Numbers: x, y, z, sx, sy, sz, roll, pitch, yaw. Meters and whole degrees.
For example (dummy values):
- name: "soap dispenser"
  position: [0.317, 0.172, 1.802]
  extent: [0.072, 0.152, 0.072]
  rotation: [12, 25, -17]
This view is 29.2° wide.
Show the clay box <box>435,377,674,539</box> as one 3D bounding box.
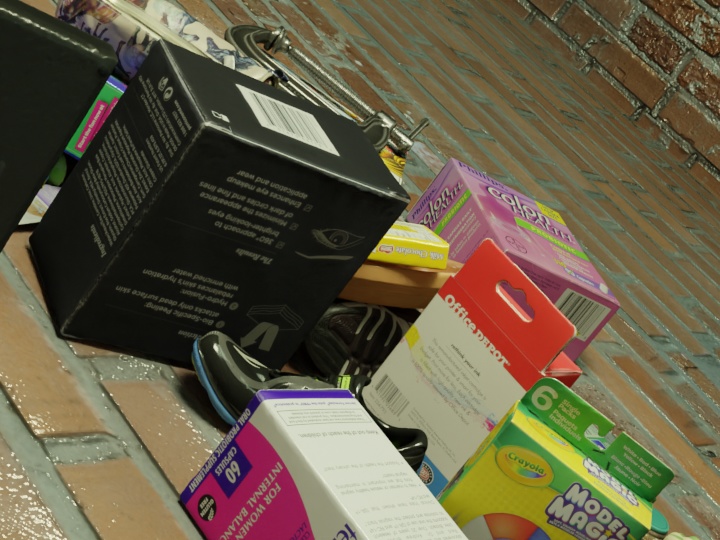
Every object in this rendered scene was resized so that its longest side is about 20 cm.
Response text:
- name: "clay box"
  position: [0.104, 0.178, 0.920]
  extent: [0.115, 0.200, 0.048]
  rotation: [37, 21, 3]

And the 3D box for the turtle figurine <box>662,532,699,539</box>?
- name: "turtle figurine"
  position: [0.217, 0.255, 1.029]
  extent: [0.144, 0.200, 0.194]
  rotation: [65, -3, -36]

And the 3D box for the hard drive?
- name: "hard drive"
  position: [-0.266, -0.089, 0.894]
  extent: [0.140, 0.200, 0.033]
  rotation: [23, 24, -33]

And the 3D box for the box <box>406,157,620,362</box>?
- name: "box"
  position: [0.171, -0.011, 1.577]
  extent: [0.176, 0.097, 0.200]
  rotation: [24, 23, -30]

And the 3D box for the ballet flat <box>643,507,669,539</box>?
- name: "ballet flat"
  position: [0.168, 0.194, 1.181]
  extent: [0.200, 0.065, 0.071]
  rotation: [34, 19, -1]

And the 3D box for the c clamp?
- name: "c clamp"
  position: [-0.033, -0.164, 1.256]
  extent: [0.200, 0.027, 0.171]
  rotation: [37, 25, -5]

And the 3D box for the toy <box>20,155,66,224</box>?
- name: "toy"
  position: [-0.298, -0.084, 1.049]
  extent: [0.115, 0.047, 0.200]
  rotation: [43, 21, 19]

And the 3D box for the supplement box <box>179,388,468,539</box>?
- name: "supplement box"
  position: [-0.008, 0.180, 0.878]
  extent: [0.103, 0.101, 0.200]
  rotation: [6, 37, -54]

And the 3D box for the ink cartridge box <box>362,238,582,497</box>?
- name: "ink cartridge box"
  position: [0.090, 0.085, 1.095]
  extent: [0.067, 0.200, 0.116]
  rotation: [6, 37, -54]

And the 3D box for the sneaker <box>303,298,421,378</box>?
- name: "sneaker"
  position: [-0.002, 0.050, 1.232]
  extent: [0.200, 0.076, 0.116]
  rotation: [21, 14, -46]

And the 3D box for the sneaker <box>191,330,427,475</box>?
- name: "sneaker"
  position: [-0.036, 0.098, 1.031]
  extent: [0.200, 0.083, 0.071]
  rotation: [32, 21, -11]

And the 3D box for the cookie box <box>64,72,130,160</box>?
- name: "cookie box"
  position: [-0.245, -0.148, 1.176]
  extent: [0.200, 0.075, 0.171]
  rotation: [30, 6, -18]

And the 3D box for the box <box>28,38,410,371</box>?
- name: "box"
  position: [-0.108, -0.037, 1.037]
  extent: [0.197, 0.200, 0.117]
  rotation: [19, 28, -41]

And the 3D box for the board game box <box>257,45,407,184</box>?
- name: "board game box"
  position: [-0.049, -0.135, 1.246]
  extent: [0.200, 0.035, 0.126]
  rotation: [34, 20, -8]

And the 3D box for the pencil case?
- name: "pencil case"
  position: [-0.159, -0.181, 1.132]
  extent: [0.200, 0.078, 0.089]
  rotation: [35, -24, 7]

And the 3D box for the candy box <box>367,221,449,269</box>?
- name: "candy box"
  position: [0.015, -0.029, 1.202]
  extent: [0.102, 0.026, 0.200]
  rotation: [6, 6, -4]

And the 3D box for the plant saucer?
- name: "plant saucer"
  position: [0.000, 0.000, 1.210]
  extent: [0.200, 0.037, 0.200]
  rotation: [10, 5, -1]

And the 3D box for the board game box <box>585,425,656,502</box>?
- name: "board game box"
  position: [0.184, 0.156, 1.338]
  extent: [0.135, 0.029, 0.200]
  rotation: [10, 33, -49]
